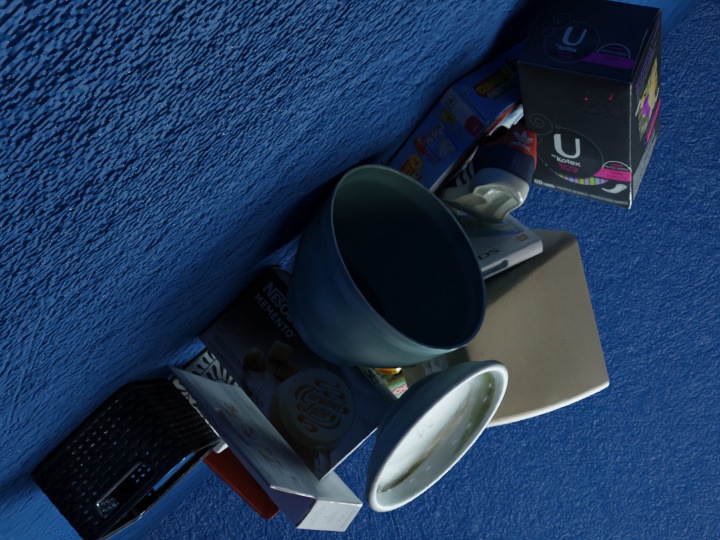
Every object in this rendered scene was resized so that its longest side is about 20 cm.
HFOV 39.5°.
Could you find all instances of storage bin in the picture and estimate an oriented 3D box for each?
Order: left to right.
[{"bbox_3d":[-0.239,0.196,1.055,0.135,0.094,0.200,-43,174,-1],"label":"storage bin"}]

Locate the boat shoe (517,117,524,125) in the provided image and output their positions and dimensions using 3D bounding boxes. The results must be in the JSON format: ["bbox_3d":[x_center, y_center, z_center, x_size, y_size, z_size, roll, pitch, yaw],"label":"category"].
[{"bbox_3d":[0.225,-0.224,1.358,0.075,0.085,0.203,-51,-159,28],"label":"boat shoe"}]

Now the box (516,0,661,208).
[{"bbox_3d":[0.246,-0.177,1.064,0.107,0.121,0.201,-61,152,-25],"label":"box"}]

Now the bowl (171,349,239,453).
[{"bbox_3d":[-0.177,0.164,1.253,0.200,0.094,0.201,-42,175,-5],"label":"bowl"}]

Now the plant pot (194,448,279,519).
[{"bbox_3d":[-0.127,0.210,1.522,0.200,0.200,0.176,-44,-175,20],"label":"plant pot"}]

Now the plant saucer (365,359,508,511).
[{"bbox_3d":[0.069,0.160,1.043,0.199,0.050,0.201,-36,152,-23],"label":"plant saucer"}]

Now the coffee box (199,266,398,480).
[{"bbox_3d":[-0.063,0.108,1.081,0.114,0.200,0.080,-42,172,5],"label":"coffee box"}]

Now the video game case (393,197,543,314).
[{"bbox_3d":[0.088,-0.033,1.178,0.180,0.022,0.200,-24,-149,-11],"label":"video game case"}]

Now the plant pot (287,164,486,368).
[{"bbox_3d":[0.009,0.015,1.004,0.134,0.201,0.200,-36,180,39],"label":"plant pot"}]

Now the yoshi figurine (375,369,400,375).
[{"bbox_3d":[0.040,0.031,1.353,0.111,0.112,0.203,-1,-115,50],"label":"yoshi figurine"}]

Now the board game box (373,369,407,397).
[{"bbox_3d":[0.017,0.130,1.434,0.133,0.029,0.200,-24,-154,-11],"label":"board game box"}]

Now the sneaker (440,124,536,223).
[{"bbox_3d":[0.146,-0.108,1.098,0.200,0.074,0.086,165,-53,-77],"label":"sneaker"}]

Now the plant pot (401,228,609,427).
[{"bbox_3d":[0.147,0.076,1.199,0.176,0.202,0.199,-28,-160,-31],"label":"plant pot"}]

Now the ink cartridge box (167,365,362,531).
[{"bbox_3d":[-0.112,0.192,1.077,0.045,0.200,0.176,-53,144,7],"label":"ink cartridge box"}]

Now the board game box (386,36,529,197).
[{"bbox_3d":[0.118,-0.158,1.150,0.195,0.056,0.200,-38,172,-46],"label":"board game box"}]
